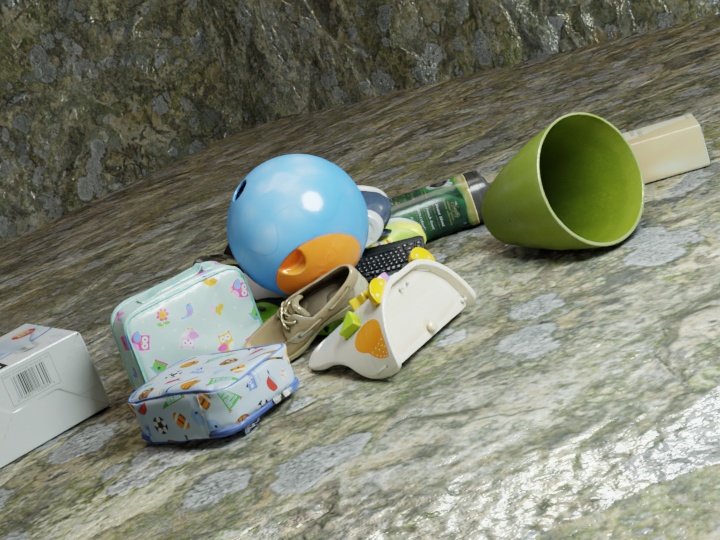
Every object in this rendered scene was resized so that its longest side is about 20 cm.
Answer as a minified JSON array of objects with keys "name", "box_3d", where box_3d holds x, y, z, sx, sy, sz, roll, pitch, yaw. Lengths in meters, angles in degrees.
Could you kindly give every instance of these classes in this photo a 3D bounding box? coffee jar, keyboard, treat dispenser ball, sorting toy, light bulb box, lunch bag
[{"name":"coffee jar","box_3d":[0.127,-0.101,1.897,0.200,0.085,0.104,-19,12,4]},{"name":"keyboard","box_3d":[0.000,0.000,1.698,0.200,0.040,0.104,-16,49,17]},{"name":"treat dispenser ball","box_3d":[-0.088,-0.064,1.594,0.201,0.201,0.201,-18,15,5]},{"name":"sorting toy","box_3d":[0.018,0.069,1.460,0.180,0.107,0.200,-32,3,42]},{"name":"light bulb box","box_3d":[-0.502,0.176,1.618,0.198,0.125,0.200,-30,19,-34]},{"name":"lunch bag","box_3d":[-0.178,0.150,1.409,0.200,0.076,0.160,-9,16,38]},{"name":"lunch bag","box_3d":[-0.234,0.080,1.554,0.200,0.161,0.077,-28,18,-28]}]

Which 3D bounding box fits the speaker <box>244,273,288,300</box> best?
[{"name":"speaker","box_3d":[-0.155,0.028,1.797,0.081,0.081,0.200,-13,16,23]}]

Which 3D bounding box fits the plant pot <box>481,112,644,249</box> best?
[{"name":"plant pot","box_3d":[0.267,-0.103,1.612,0.187,0.187,0.200,-28,2,-31]}]

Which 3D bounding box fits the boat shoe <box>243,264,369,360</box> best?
[{"name":"boat shoe","box_3d":[-0.083,0.059,1.527,0.200,0.065,0.071,-37,55,2]}]

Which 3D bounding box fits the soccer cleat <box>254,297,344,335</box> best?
[{"name":"soccer cleat","box_3d":[-0.080,0.065,1.623,0.200,0.068,0.081,-4,11,27]}]

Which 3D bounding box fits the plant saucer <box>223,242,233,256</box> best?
[{"name":"plant saucer","box_3d":[-0.137,-0.052,1.917,0.200,0.037,0.200,-28,-19,-11]}]

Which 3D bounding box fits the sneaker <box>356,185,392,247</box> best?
[{"name":"sneaker","box_3d":[-0.047,-0.071,1.769,0.200,0.081,0.147,-16,22,15]}]

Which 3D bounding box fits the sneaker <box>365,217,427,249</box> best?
[{"name":"sneaker","box_3d":[0.014,-0.016,1.783,0.200,0.078,0.090,-22,22,10]}]

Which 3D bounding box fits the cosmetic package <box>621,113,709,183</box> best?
[{"name":"cosmetic package","box_3d":[0.449,-0.184,1.821,0.200,0.071,0.105,-16,15,11]}]

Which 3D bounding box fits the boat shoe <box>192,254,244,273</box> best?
[{"name":"boat shoe","box_3d":[-0.219,0.004,1.836,0.073,0.065,0.200,-56,-10,-4]}]
